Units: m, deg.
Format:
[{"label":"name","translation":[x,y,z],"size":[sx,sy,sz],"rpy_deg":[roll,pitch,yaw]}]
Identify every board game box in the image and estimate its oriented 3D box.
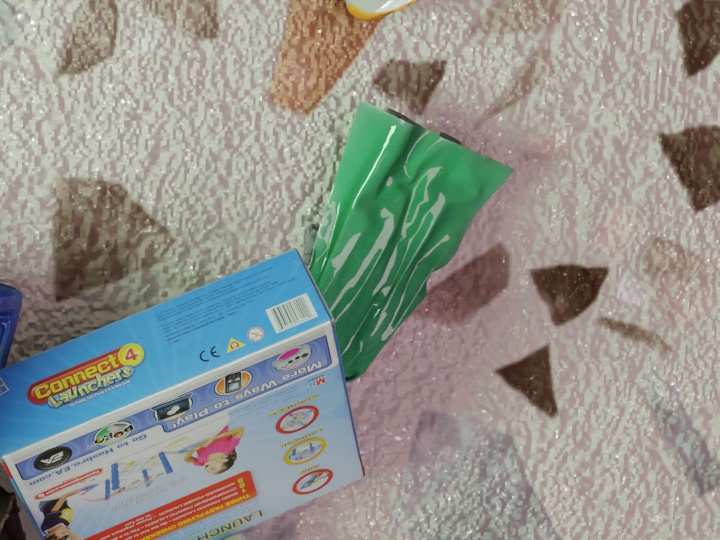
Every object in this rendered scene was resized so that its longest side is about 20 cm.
[{"label":"board game box","translation":[-0.106,0.095,1.328],"size":[0.200,0.056,0.196],"rpy_deg":[-22,149,-8]}]

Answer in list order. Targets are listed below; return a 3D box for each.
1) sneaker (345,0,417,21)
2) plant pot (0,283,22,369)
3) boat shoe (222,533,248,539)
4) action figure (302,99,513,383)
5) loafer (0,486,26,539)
[{"label":"sneaker","translation":[0.040,-0.245,1.385],"size":[0.092,0.076,0.200],"rpy_deg":[38,79,-15]},{"label":"plant pot","translation":[-0.314,0.083,1.238],"size":[0.180,0.200,0.200],"rpy_deg":[17,95,4]},{"label":"boat shoe","translation":[-0.125,0.244,1.393],"size":[0.201,0.070,0.072],"rpy_deg":[-43,95,14]},{"label":"action figure","translation":[0.000,0.000,1.423],"size":[0.118,0.055,0.200],"rpy_deg":[24,99,-24]},{"label":"loafer","translation":[-0.205,0.188,1.319],"size":[0.071,0.200,0.073],"rpy_deg":[15,53,8]}]
